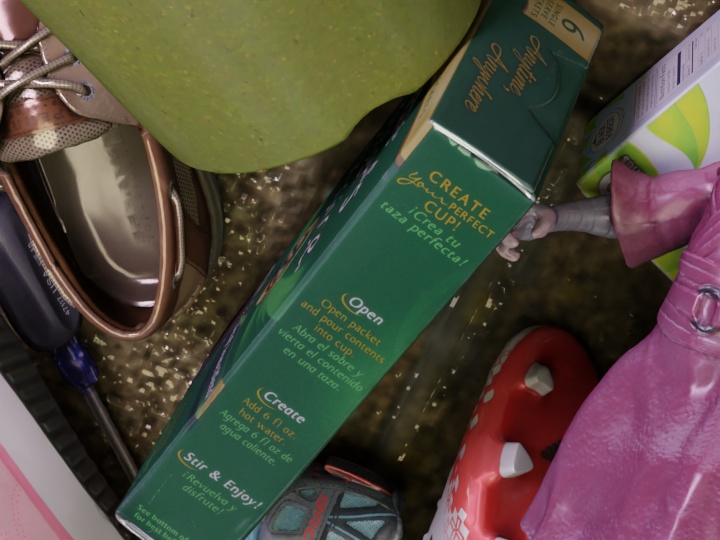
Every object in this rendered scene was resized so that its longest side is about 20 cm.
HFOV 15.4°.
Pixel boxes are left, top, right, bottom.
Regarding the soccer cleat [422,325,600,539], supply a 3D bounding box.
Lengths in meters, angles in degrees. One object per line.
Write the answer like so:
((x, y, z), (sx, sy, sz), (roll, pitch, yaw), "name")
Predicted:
((0.041, 0.117, 0.950), (0.068, 0.202, 0.085), (19, 163, -37), "soccer cleat")

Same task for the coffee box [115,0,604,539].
((0.000, 0.000, 0.885), (0.044, 0.123, 0.200), (36, 125, -5), "coffee box")

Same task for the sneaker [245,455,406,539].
((-0.009, 0.164, 1.011), (0.095, 0.079, 0.201), (-3, 117, 5), "sneaker")

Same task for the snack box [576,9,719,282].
((0.191, -0.015, 0.909), (0.200, 0.053, 0.142), (43, 116, -15), "snack box")

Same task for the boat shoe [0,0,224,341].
((-0.100, -0.066, 0.902), (0.075, 0.072, 0.201), (-19, 114, 15), "boat shoe")

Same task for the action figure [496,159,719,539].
((0.127, 0.023, 0.849), (0.148, 0.134, 0.201), (17, 98, -39), "action figure")

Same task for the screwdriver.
((-0.095, 0.054, 0.999), (0.028, 0.029, 0.201), (-18, 122, 15), "screwdriver")

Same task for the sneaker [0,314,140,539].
((-0.143, 0.092, 0.962), (0.104, 0.076, 0.201), (-28, 128, 0), "sneaker")

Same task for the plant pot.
((-0.055, -0.136, 0.811), (0.199, 0.201, 0.190), (-21, 125, 16), "plant pot")
